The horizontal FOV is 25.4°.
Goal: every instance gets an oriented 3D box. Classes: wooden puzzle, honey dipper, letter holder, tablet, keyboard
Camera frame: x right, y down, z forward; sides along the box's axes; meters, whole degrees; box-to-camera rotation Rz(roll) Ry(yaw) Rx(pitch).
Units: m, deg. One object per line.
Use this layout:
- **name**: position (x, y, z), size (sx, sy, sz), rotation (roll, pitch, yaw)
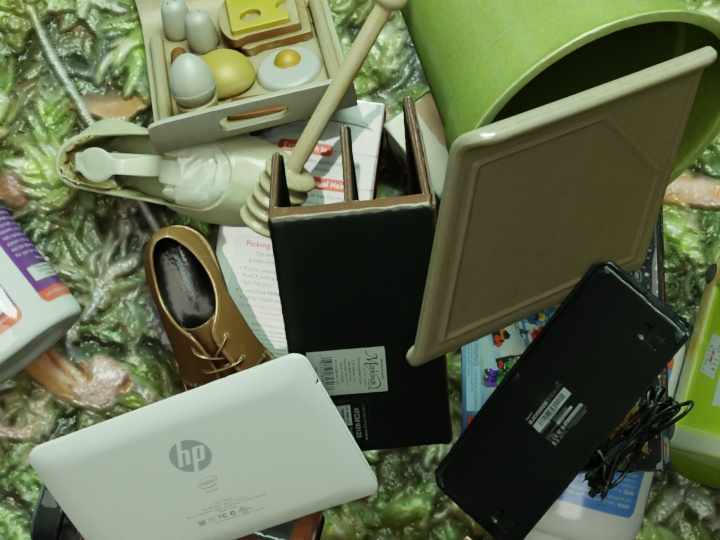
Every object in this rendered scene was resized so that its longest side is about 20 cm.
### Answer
- **wooden puzzle**: position (0.113, -0.040, 0.953), size (0.185, 0.200, 0.037), rotation (-21, 55, -28)
- **honey dipper**: position (-0.022, -0.109, 1.056), size (0.038, 0.038, 0.200), rotation (31, 115, 3)
- **letter holder**: position (0.000, 0.000, 1.066), size (0.101, 0.142, 0.200), rotation (-6, 128, 1)
- **tablet**: position (-0.102, 0.133, 1.052), size (0.200, 0.014, 0.130), rotation (-21, 124, 11)
- **keyboard**: position (0.140, 0.096, 1.030), size (0.104, 0.040, 0.200), rotation (43, 116, 17)

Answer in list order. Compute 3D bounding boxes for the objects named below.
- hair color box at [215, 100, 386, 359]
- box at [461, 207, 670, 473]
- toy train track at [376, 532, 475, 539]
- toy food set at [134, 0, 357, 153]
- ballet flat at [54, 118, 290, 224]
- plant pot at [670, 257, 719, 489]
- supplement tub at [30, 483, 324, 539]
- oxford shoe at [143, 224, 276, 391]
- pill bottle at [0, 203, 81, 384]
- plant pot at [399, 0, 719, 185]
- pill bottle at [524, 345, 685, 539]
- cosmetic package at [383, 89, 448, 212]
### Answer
- **hair color box**: position (-0.047, -0.030, 1.186), size (0.111, 0.064, 0.200), rotation (8, 90, 3)
- **box**: position (0.138, 0.038, 1.088), size (0.137, 0.038, 0.200), rotation (-3, 80, 19)
- **toy train track**: position (0.018, 0.271, 1.190), size (0.115, 0.033, 0.200), rotation (44, 95, -4)
- **toy food set**: position (-0.089, -0.168, 1.145), size (0.143, 0.200, 0.060), rotation (-14, 132, 0)
- **ballet flat**: position (-0.139, -0.071, 1.147), size (0.200, 0.069, 0.070), rotation (9, 88, 33)
- **plant pot**: position (0.329, 0.083, 1.084), size (0.181, 0.199, 0.200), rotation (17, 86, -13)
- **supplement tub**: position (-0.133, 0.193, 1.157), size (0.200, 0.107, 0.107), rotation (18, 88, 2)
- **oxford shoe**: position (-0.101, 0.061, 1.121), size (0.071, 0.071, 0.200), rotation (-29, 90, 0)
- **pill bottle**: position (-0.307, -0.014, 1.168), size (0.111, 0.111, 0.200), rotation (-38, 87, 0)
- **plant pot**: position (0.111, -0.151, 1.030), size (0.200, 0.200, 0.190), rotation (-28, 57, 0)
- **pill bottle**: position (0.157, 0.133, 1.149), size (0.112, 0.112, 0.200), rotation (15, 87, 2)
- **cosmetic package**: position (0.116, -0.131, 1.166), size (0.200, 0.105, 0.071), rotation (-37, 86, -2)
